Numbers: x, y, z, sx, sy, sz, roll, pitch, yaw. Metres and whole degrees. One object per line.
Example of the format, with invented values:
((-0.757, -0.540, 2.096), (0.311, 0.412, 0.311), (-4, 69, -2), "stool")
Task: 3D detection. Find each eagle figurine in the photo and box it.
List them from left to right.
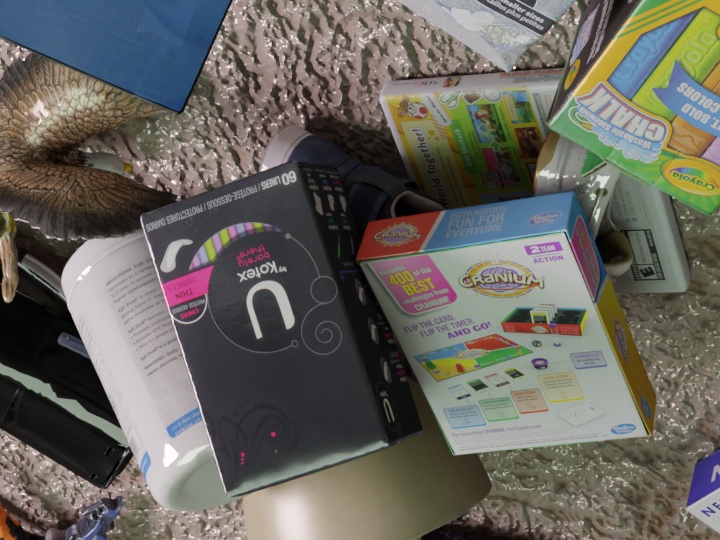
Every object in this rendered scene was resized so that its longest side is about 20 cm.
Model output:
((-0.220, -0.084, 1.455), (0.200, 0.151, 0.152), (-22, 104, 51), "eagle figurine")

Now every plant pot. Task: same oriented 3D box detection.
((-0.011, 0.144, 1.577), (0.200, 0.200, 0.135), (-17, 95, 35), "plant pot")

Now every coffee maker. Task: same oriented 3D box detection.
((-0.266, 0.091, 1.604), (0.200, 0.192, 0.135), (29, 166, -5), "coffee maker")

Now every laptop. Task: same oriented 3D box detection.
((-0.159, -0.238, 1.275), (0.187, 0.116, 0.200), (23, 138, -2), "laptop")

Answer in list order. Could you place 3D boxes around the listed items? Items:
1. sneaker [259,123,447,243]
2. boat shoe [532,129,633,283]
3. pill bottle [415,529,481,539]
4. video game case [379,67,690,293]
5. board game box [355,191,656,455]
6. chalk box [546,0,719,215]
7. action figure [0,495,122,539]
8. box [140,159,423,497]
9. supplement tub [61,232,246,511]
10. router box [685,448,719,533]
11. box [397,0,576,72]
((-0.001, 0.001, 1.464), (0.146, 0.077, 0.203), (23, 140, 22), "sneaker")
((0.154, -0.008, 1.383), (0.069, 0.071, 0.200), (12, 137, 14), "boat shoe")
((0.088, 0.287, 1.717), (0.200, 0.113, 0.113), (13, 137, 9), "pill bottle")
((0.127, -0.059, 1.412), (0.182, 0.023, 0.200), (-2, 134, 24), "video game case")
((0.104, 0.042, 1.370), (0.153, 0.040, 0.200), (-7, 130, 23), "board game box")
((0.202, -0.129, 1.226), (0.124, 0.125, 0.200), (28, 136, -6), "chalk box")
((-0.303, 0.253, 1.885), (0.193, 0.105, 0.200), (32, 112, -21), "action figure")
((-0.052, 0.038, 1.347), (0.122, 0.106, 0.200), (-20, 86, 14), "box")
((-0.132, 0.067, 1.495), (0.132, 0.200, 0.132), (-22, 155, -11), "supplement tub")
((0.383, 0.175, 1.527), (0.179, 0.049, 0.200), (34, 137, -14), "router box")
((0.050, -0.238, 1.175), (0.200, 0.132, 0.115), (31, 139, -11), "box")
